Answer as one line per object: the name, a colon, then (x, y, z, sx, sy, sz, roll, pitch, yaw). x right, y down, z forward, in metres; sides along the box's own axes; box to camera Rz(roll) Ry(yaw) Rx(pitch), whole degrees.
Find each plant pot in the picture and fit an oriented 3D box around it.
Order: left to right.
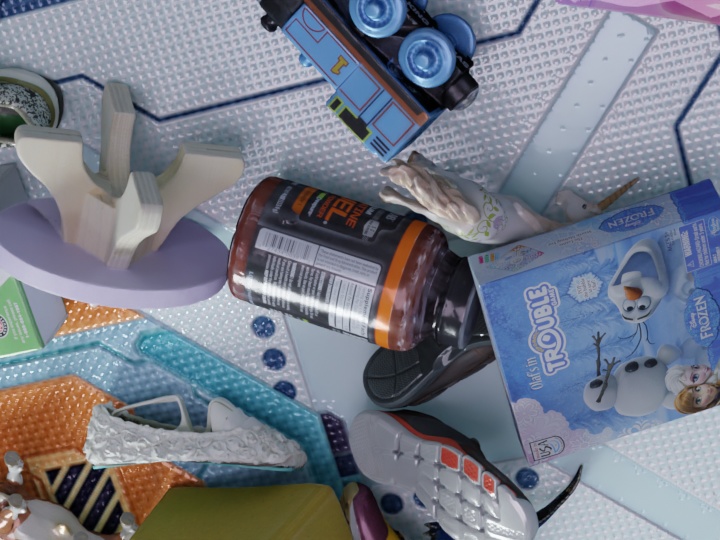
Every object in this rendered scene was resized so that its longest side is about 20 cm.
plant pot: (-0.116, 0.317, 1.761, 0.194, 0.200, 0.196, -7, 113, 37)

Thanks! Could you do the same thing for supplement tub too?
supplement tub: (0.000, 0.000, 1.678, 0.198, 0.107, 0.108, 17, 115, 11)

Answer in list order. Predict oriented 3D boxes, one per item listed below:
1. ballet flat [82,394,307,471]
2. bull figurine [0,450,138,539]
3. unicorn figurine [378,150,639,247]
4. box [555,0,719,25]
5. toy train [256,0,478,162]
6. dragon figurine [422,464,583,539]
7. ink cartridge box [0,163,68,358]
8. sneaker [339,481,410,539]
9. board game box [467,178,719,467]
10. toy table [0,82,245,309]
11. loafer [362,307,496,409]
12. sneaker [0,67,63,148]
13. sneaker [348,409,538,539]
ballet flat: (-0.145, 0.140, 1.801, 0.198, 0.072, 0.072, 0, 113, 10)
bull figurine: (-0.293, 0.226, 1.852, 0.199, 0.065, 0.122, 25, 144, -10)
unicorn figurine: (0.106, -0.048, 1.646, 0.137, 0.199, 0.074, 22, 111, 33)
box: (0.253, -0.280, 1.533, 0.198, 0.097, 0.177, 9, 114, 7)
toy train: (0.001, -0.185, 1.614, 0.200, 0.087, 0.114, 46, 115, 1)
dragon figurine: (0.110, 0.228, 1.744, 0.198, 0.099, 0.059, -18, 100, -7)
ink cartridge box: (-0.370, 0.008, 1.771, 0.198, 0.084, 0.147, -13, 109, 14)
sneaker: (0.048, 0.264, 1.821, 0.089, 0.075, 0.201, -21, 109, 1)
board game box: (0.202, 0.045, 1.651, 0.197, 0.044, 0.201, -18, 128, 2)
toy table: (-0.190, -0.055, 1.674, 0.199, 0.184, 0.118, -2, 127, -30)
loafer: (0.092, 0.049, 1.730, 0.199, 0.063, 0.072, -35, 61, 20)
sneaker: (-0.338, -0.132, 1.682, 0.198, 0.089, 0.078, 3, 109, -11)
sneaker: (0.082, 0.160, 1.721, 0.199, 0.082, 0.078, 32, 123, 37)
